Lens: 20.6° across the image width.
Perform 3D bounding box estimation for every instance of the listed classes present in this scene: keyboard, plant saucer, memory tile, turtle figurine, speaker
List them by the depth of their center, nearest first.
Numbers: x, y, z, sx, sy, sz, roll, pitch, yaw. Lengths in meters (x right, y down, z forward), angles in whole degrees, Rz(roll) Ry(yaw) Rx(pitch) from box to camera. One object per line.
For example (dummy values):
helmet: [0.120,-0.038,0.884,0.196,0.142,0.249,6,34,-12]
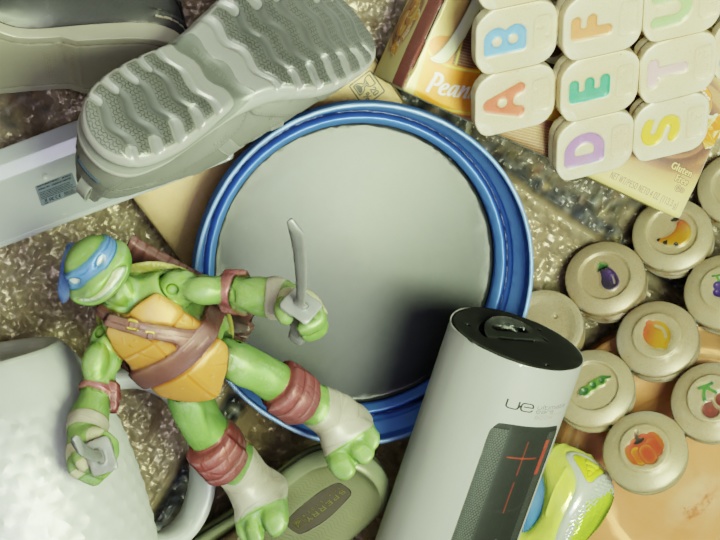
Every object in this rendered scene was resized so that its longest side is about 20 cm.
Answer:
turtle figurine: [-0.076,0.072,1.042,0.194,0.200,0.144,45,68,-35]
keyboard: [-0.173,-0.052,1.117,0.199,0.011,0.056,-21,73,-4]
speaker: [0.059,0.124,1.135,0.081,0.081,0.201,13,109,-15]
memory tile: [0.198,0.028,1.187,0.200,0.017,0.153,-35,63,-5]
plant saucer: [0.205,0.126,1.215,0.200,0.032,0.201,2,100,9]

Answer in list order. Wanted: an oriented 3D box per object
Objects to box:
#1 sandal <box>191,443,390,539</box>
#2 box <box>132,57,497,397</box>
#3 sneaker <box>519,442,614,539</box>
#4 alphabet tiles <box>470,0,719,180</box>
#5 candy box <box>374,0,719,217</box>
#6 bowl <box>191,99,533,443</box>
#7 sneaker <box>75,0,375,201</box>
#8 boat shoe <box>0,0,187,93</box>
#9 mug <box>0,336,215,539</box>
sandal: [-0.062,0.179,1.165,0.080,0.057,0.201,31,116,-26]
box: [-0.024,-0.031,1.170,0.163,0.021,0.200,-37,108,-3]
sneaker: [0.076,0.175,1.223,0.105,0.076,0.200,39,116,23]
alphabet tiles: [0.153,-0.143,1.090,0.195,0.015,0.200,-13,129,-15]
candy box: [0.122,-0.123,1.158,0.200,0.055,0.116,23,95,-22]
bowl: [0.000,0.000,1.150,0.200,0.039,0.201,-2,103,-11]
sneaker: [-0.080,-0.099,1.085,0.200,0.082,0.075,-26,78,-34]
boat shoe: [-0.195,-0.141,1.101,0.199,0.073,0.063,4,58,-8]
mug: [-0.171,0.126,1.116,0.200,0.148,0.176,-16,99,-31]
